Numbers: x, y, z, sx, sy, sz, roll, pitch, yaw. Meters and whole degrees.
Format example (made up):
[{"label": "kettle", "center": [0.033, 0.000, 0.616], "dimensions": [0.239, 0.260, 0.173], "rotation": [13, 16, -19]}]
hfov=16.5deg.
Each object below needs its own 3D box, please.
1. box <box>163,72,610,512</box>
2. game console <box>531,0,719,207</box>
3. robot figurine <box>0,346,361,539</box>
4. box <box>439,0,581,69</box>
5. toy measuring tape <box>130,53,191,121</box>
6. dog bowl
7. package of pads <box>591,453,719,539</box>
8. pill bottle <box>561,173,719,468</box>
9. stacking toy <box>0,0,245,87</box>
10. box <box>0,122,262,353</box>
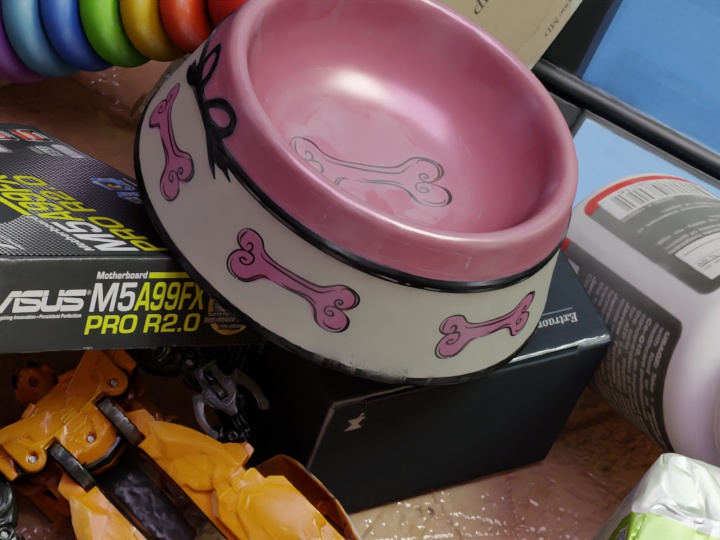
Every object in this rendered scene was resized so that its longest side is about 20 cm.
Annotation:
[{"label": "box", "center": [0.000, 0.000, 1.185], "dimensions": [0.148, 0.107, 0.200], "rotation": [-12, 57, -26]}, {"label": "game console", "center": [0.174, -0.071, 1.290], "dimensions": [0.200, 0.116, 0.176], "rotation": [29, 50, 6]}, {"label": "robot figurine", "center": [-0.082, 0.114, 1.086], "dimensions": [0.145, 0.058, 0.200], "rotation": [-42, 72, -11]}, {"label": "box", "center": [0.041, -0.172, 1.220], "dimensions": [0.078, 0.200, 0.095], "rotation": [34, 85, 27]}, {"label": "toy measuring tape", "center": [-0.054, -0.161, 1.266], "dimensions": [0.074, 0.200, 0.074], "rotation": [34, 17, -12]}, {"label": "dog bowl", "center": [0.007, -0.048, 1.082], "dimensions": [0.200, 0.074, 0.200], "rotation": [18, 40, -16]}, {"label": "package of pads", "center": [0.191, 0.163, 1.087], "dimensions": [0.200, 0.155, 0.068], "rotation": [21, 61, -1]}, {"label": "pill bottle", "center": [0.171, 0.036, 1.149], "dimensions": [0.114, 0.114, 0.200], "rotation": [-5, 22, -21]}, {"label": "stacking toy", "center": [-0.109, -0.134, 1.209], "dimensions": [0.200, 0.085, 0.085], "rotation": [0, 43, 29]}, {"label": "box", "center": [-0.158, -0.019, 1.101], "dimensions": [0.160, 0.044, 0.200], "rotation": [1, 19, -44]}]
